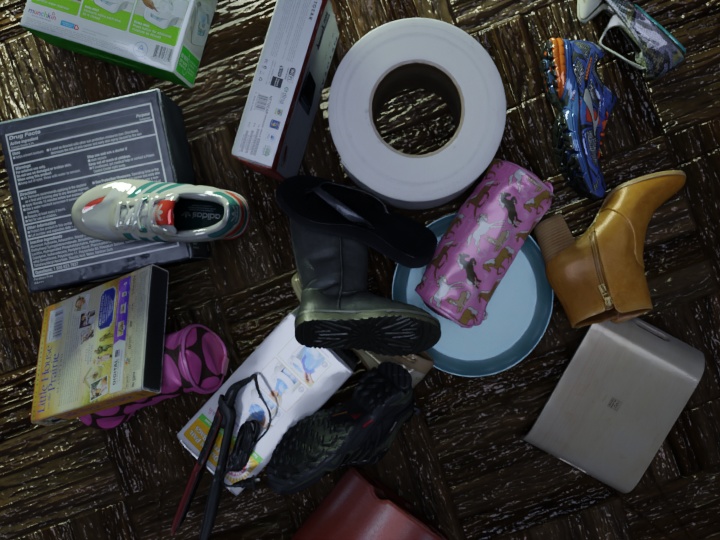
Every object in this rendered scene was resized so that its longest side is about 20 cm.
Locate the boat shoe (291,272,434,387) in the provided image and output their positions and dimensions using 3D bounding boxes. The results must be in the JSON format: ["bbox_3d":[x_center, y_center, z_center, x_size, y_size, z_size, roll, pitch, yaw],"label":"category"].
[{"bbox_3d":[0.003,0.061,1.027,0.200,0.071,0.065,42,109,0],"label":"boat shoe"}]

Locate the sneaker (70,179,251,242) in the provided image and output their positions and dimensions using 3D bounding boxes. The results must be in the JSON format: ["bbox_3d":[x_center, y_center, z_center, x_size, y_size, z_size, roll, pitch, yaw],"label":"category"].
[{"bbox_3d":[-0.221,-0.066,0.914,0.197,0.093,0.071,2,89,-1],"label":"sneaker"}]

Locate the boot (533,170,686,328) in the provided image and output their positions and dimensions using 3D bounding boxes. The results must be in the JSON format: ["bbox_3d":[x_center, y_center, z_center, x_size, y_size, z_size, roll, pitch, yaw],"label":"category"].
[{"bbox_3d":[0.315,-0.021,0.995,0.199,0.071,0.145,-23,68,4],"label":"boot"}]

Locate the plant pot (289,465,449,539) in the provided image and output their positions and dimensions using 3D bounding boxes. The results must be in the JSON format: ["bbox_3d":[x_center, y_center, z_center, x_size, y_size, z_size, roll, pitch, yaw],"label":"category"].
[{"bbox_3d":[-0.007,0.351,0.984,0.200,0.201,0.196,36,84,2],"label":"plant pot"}]

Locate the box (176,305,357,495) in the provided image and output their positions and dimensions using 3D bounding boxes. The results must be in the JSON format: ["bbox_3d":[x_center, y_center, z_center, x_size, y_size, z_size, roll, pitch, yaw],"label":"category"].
[{"bbox_3d":[-0.108,0.151,1.018,0.101,0.112,0.200,43,93,0],"label":"box"}]

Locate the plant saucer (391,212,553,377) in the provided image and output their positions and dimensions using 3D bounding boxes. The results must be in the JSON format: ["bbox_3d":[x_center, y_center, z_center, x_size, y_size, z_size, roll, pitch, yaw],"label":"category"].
[{"bbox_3d":[0.138,0.029,1.049,0.197,0.027,0.203,0,90,4],"label":"plant saucer"}]

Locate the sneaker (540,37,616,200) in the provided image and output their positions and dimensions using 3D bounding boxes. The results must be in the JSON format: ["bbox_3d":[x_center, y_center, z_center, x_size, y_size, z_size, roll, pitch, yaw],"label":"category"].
[{"bbox_3d":[0.273,-0.185,1.019,0.077,0.075,0.203,-10,91,0],"label":"sneaker"}]

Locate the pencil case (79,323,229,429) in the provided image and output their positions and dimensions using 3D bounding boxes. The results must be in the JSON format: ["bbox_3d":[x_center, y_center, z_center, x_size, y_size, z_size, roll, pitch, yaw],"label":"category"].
[{"bbox_3d":[-0.244,0.128,1.001,0.198,0.094,0.092,-21,47,32],"label":"pencil case"}]

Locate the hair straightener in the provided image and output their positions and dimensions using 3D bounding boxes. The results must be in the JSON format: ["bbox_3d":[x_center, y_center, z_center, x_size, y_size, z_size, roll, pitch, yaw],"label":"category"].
[{"bbox_3d":[-0.145,0.214,0.953,0.076,0.041,0.202,21,91,2],"label":"hair straightener"}]

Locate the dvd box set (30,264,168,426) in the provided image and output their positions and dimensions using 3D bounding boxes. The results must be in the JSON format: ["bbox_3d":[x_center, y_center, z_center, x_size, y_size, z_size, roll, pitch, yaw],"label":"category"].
[{"bbox_3d":[-0.302,0.089,0.978,0.198,0.029,0.148,-19,60,31],"label":"dvd box set"}]

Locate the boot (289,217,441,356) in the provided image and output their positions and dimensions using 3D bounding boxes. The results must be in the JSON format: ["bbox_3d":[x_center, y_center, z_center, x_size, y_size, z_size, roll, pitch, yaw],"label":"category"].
[{"bbox_3d":[0.001,-0.001,0.993,0.179,0.201,0.073,8,133,-8],"label":"boot"}]

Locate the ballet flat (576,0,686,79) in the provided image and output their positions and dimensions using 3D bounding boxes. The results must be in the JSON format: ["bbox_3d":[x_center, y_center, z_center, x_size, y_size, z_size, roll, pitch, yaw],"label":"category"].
[{"bbox_3d":[0.303,-0.310,1.020,0.072,0.072,0.201,-40,87,2],"label":"ballet flat"}]

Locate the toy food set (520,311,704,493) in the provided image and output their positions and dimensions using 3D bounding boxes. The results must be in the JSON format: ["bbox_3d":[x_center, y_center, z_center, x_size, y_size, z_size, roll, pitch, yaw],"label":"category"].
[{"bbox_3d":[0.304,0.155,1.031,0.142,0.060,0.202,28,100,2],"label":"toy food set"}]

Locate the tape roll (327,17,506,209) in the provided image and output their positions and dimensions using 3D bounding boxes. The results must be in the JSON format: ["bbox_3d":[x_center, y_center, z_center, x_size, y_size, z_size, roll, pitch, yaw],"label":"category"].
[{"bbox_3d":[0.065,-0.177,0.996,0.200,0.139,0.206,0,90,2],"label":"tape roll"}]

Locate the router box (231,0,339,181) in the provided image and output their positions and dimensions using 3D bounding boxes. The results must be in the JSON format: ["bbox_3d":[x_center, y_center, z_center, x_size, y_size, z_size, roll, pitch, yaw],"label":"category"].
[{"bbox_3d":[-0.082,-0.211,0.983,0.048,0.179,0.202,17,92,3],"label":"router box"}]

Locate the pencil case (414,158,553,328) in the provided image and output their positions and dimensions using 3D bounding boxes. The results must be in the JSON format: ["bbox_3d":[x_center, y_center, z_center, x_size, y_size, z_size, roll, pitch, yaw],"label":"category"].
[{"bbox_3d":[0.147,-0.033,0.995,0.086,0.083,0.201,29,92,-41],"label":"pencil case"}]

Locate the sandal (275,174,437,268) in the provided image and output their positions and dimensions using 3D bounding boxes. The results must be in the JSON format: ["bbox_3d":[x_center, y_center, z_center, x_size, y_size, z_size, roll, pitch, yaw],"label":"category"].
[{"bbox_3d":[-0.002,-0.069,0.977,0.198,0.043,0.076,22,47,9],"label":"sandal"}]

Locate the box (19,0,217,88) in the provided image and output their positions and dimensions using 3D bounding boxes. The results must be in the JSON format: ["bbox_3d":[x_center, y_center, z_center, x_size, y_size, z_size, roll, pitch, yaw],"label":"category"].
[{"bbox_3d":[-0.283,-0.344,1.034,0.198,0.097,0.179,16,90,3],"label":"box"}]

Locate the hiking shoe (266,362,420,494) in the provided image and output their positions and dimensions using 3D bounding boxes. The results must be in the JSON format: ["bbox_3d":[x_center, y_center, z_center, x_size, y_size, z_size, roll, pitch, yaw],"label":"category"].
[{"bbox_3d":[-0.011,0.199,0.963,0.199,0.076,0.101,-35,130,-12],"label":"hiking shoe"}]

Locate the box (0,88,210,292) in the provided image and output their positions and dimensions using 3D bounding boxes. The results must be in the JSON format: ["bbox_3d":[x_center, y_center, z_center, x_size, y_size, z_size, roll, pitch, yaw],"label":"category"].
[{"bbox_3d":[-0.302,-0.092,1.023,0.197,0.123,0.201,-11,91,1],"label":"box"}]
